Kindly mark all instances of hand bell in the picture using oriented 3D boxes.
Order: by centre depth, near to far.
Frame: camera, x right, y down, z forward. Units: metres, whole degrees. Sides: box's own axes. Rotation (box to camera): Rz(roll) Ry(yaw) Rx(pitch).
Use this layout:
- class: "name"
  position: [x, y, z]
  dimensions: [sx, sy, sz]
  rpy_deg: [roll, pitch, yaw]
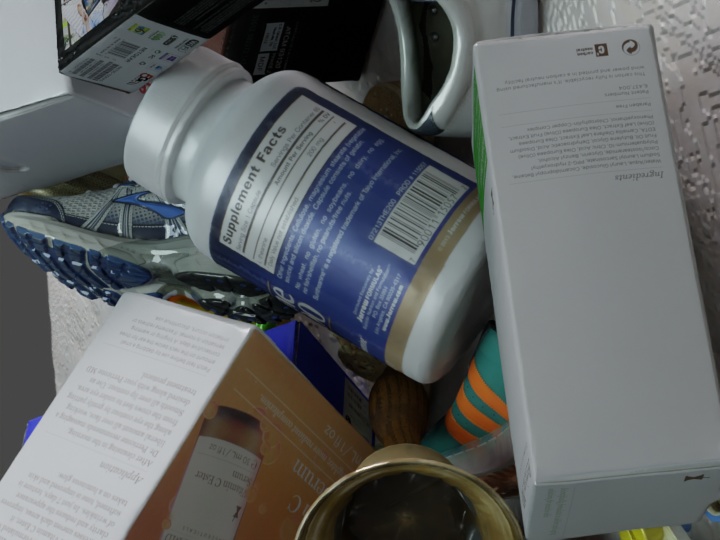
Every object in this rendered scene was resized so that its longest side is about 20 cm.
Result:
- class: "hand bell"
  position: [0.022, 0.095, 0.843]
  dimensions: [0.200, 0.104, 0.104]
  rpy_deg: [-89, 4, -69]

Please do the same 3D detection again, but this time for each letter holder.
- class: "letter holder"
  position: [-0.050, -0.225, 0.957]
  dimensions: [0.142, 0.100, 0.200]
  rpy_deg: [52, 137, 37]

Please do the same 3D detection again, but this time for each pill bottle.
- class: "pill bottle"
  position: [-0.020, -0.035, 0.889]
  dimensions: [0.200, 0.111, 0.111]
  rpy_deg: [30, 128, 14]

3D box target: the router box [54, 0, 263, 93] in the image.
- class: "router box"
  position: [-0.078, -0.196, 0.832]
  dimensions: [0.200, 0.051, 0.150]
  rpy_deg: [-26, 62, 41]

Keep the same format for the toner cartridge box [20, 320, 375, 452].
- class: "toner cartridge box"
  position: [-0.099, 0.104, 1.034]
  dimensions: [0.200, 0.095, 0.043]
  rpy_deg: [-21, 40, 22]

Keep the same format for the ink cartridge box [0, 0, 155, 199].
- class: "ink cartridge box"
  position: [-0.202, -0.161, 0.980]
  dimensions: [0.146, 0.147, 0.201]
  rpy_deg: [-14, 79, 20]

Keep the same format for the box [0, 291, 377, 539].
- class: "box"
  position: [-0.098, 0.139, 0.876]
  dimensions: [0.106, 0.152, 0.200]
  rpy_deg: [13, 65, 43]

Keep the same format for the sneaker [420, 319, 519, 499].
- class: "sneaker"
  position: [0.084, 0.066, 0.878]
  dimensions: [0.200, 0.071, 0.080]
  rpy_deg: [140, 134, -58]

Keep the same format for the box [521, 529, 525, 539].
- class: "box"
  position: [0.039, 0.219, 0.910]
  dimensions: [0.103, 0.095, 0.200]
  rpy_deg: [33, 140, 0]

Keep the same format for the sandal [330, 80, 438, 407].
- class: "sandal"
  position: [-0.003, -0.002, 0.973]
  dimensions: [0.078, 0.070, 0.212]
  rpy_deg: [25, 119, 49]

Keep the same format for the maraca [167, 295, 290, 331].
- class: "maraca"
  position: [-0.093, 0.026, 1.081]
  dimensions: [0.200, 0.107, 0.137]
  rpy_deg: [-54, 52, 33]

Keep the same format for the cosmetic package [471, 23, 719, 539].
- class: "cosmetic package"
  position: [0.100, 0.007, 0.742]
  dimensions: [0.108, 0.085, 0.201]
  rpy_deg: [83, -178, -67]

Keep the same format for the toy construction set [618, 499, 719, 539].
- class: "toy construction set"
  position: [0.164, 0.201, 0.780]
  dimensions: [0.131, 0.092, 0.200]
  rpy_deg: [-41, 55, 51]

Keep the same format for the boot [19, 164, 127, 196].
- class: "boot"
  position: [-0.208, -0.126, 1.097]
  dimensions: [0.200, 0.073, 0.156]
  rpy_deg: [26, 93, 23]

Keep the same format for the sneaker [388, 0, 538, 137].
- class: "sneaker"
  position: [0.049, -0.163, 0.855]
  dimensions: [0.073, 0.071, 0.201]
  rpy_deg: [5, 103, 54]

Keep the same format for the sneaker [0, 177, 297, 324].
- class: "sneaker"
  position: [-0.117, -0.025, 1.016]
  dimensions: [0.199, 0.085, 0.077]
  rpy_deg: [10, 154, 17]

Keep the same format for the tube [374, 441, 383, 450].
- class: "tube"
  position: [-0.022, 0.168, 0.949]
  dimensions: [0.058, 0.200, 0.052]
  rpy_deg: [17, 157, 40]
